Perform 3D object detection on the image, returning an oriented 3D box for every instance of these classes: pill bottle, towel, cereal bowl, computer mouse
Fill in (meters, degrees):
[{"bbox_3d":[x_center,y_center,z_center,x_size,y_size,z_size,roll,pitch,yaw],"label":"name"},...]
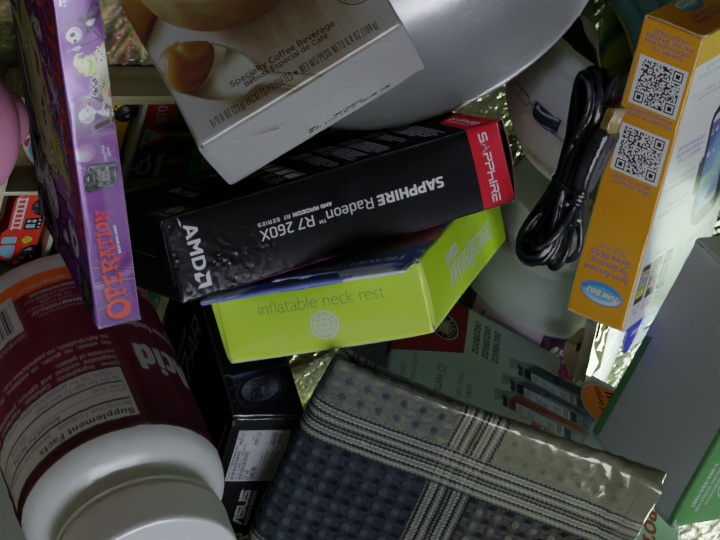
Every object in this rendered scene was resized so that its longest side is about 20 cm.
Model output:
[{"bbox_3d":[0.105,0.028,1.748,0.112,0.112,0.200,-5,134,-24],"label":"pill bottle"},{"bbox_3d":[0.046,0.145,1.580,0.200,0.035,0.193,21,123,-4],"label":"towel"},{"bbox_3d":[-0.141,0.095,1.576,0.114,0.200,0.114,-15,139,-14],"label":"pill bottle"},{"bbox_3d":[0.026,-0.170,1.514,0.200,0.083,0.200,-18,148,-12],"label":"cereal bowl"},{"bbox_3d":[0.105,-0.086,1.586,0.044,0.200,0.110,13,112,-7],"label":"computer mouse"}]

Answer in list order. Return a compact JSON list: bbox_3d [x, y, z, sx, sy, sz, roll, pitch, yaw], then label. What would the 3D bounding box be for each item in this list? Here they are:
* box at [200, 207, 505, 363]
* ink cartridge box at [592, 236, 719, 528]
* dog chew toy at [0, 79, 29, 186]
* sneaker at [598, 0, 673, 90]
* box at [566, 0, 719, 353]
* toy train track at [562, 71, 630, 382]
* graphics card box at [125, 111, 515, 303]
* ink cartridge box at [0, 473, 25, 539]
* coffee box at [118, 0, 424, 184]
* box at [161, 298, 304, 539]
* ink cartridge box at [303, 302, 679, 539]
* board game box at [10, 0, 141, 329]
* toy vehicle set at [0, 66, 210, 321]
[{"bbox_3d":[0.000,0.000,1.588,0.122,0.200,0.048,-10,103,19],"label":"box"},{"bbox_3d":[0.251,0.058,1.639,0.200,0.088,0.146,-3,130,-39],"label":"ink cartridge box"},{"bbox_3d":[-0.264,-0.060,1.462,0.200,0.125,0.125,-14,138,-28],"label":"dog chew toy"},{"bbox_3d":[0.207,-0.116,1.683,0.130,0.080,0.200,-34,129,4],"label":"sneaker"},{"bbox_3d":[0.170,-0.056,1.584,0.119,0.041,0.200,-30,140,-57],"label":"box"},{"bbox_3d":[0.136,-0.031,1.625,0.115,0.032,0.200,-36,142,-53],"label":"toy train track"},{"bbox_3d":[-0.030,-0.038,1.561,0.200,0.125,0.051,-16,102,-20],"label":"graphics card box"},{"bbox_3d":[-0.229,0.212,1.781,0.200,0.083,0.146,-37,138,11],"label":"ink cartridge box"},{"bbox_3d":[-0.069,-0.160,1.385,0.114,0.200,0.080,-31,165,3],"label":"coffee box"},{"bbox_3d":[-0.090,0.098,1.678,0.043,0.160,0.200,0,133,-20],"label":"box"},{"bbox_3d":[0.069,0.133,1.673,0.200,0.145,0.145,28,126,-13],"label":"ink cartridge box"},{"bbox_3d":[-0.148,-0.084,1.460,0.032,0.120,0.200,-16,125,-18],"label":"board game box"},{"bbox_3d":[-0.156,-0.029,1.615,0.124,0.027,0.200,-3,134,-26],"label":"toy vehicle set"}]
